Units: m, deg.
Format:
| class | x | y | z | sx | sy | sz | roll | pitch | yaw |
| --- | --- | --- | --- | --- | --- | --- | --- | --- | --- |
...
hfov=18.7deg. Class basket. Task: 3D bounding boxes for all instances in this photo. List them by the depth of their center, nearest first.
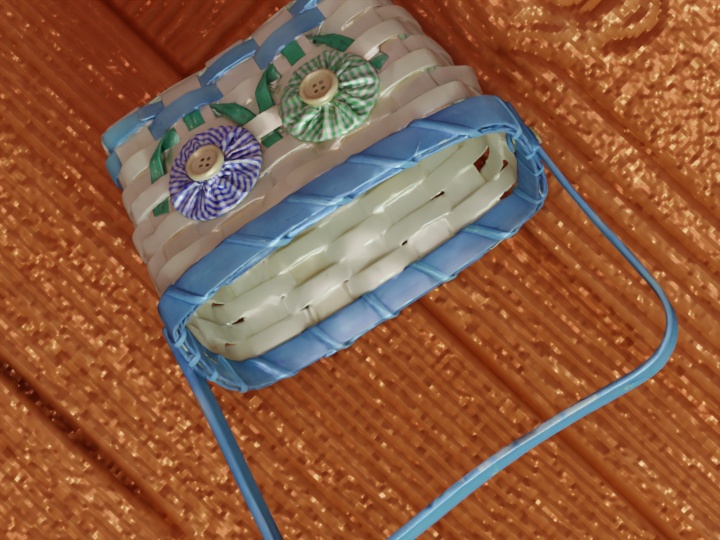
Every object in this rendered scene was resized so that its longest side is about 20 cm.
| class | x | y | z | sx | sy | sz | roll | pitch | yaw |
| --- | --- | --- | --- | --- | --- | --- | --- | --- | --- |
| basket | 0.000 | 0.000 | 0.844 | 0.176 | 0.139 | 0.200 | -36 | 73 | 3 |
